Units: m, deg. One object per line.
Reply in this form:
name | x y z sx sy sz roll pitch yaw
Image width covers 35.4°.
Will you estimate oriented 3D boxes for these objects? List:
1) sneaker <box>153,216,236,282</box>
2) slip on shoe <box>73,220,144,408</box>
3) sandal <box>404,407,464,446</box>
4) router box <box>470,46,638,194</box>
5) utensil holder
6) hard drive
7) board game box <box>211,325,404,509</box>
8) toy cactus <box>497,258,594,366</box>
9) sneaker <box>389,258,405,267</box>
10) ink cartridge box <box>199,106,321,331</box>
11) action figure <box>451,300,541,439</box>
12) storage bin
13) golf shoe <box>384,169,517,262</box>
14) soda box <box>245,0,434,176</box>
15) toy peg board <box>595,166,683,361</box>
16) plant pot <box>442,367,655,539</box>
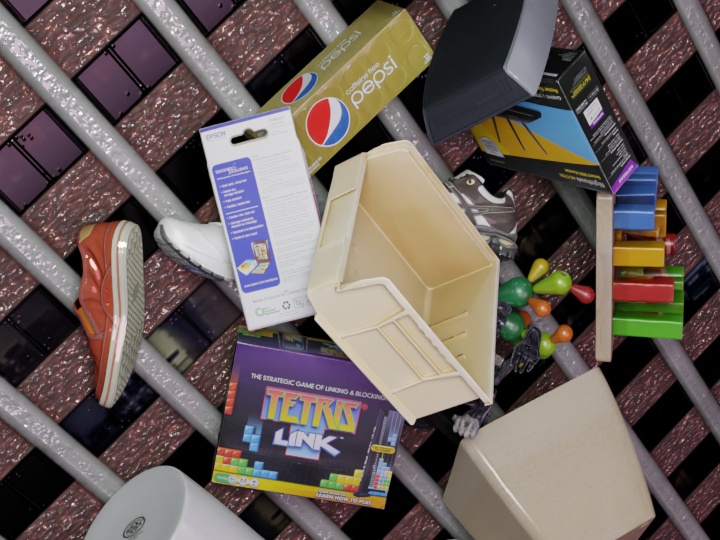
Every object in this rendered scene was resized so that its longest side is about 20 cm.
sneaker | -0.123 -0.026 1.167 0.198 0.074 0.088 18 88 -38
slip on shoe | -0.253 0.043 1.125 0.060 0.074 0.203 8 116 6
sandal | 0.062 0.158 1.328 0.048 0.076 0.200 -39 124 13
router box | 0.182 -0.165 1.183 0.051 0.199 0.150 -45 123 -15
utensil holder | -0.181 0.330 1.211 0.170 0.170 0.200 -44 120 -5
hard drive | 0.126 -0.218 1.111 0.134 0.202 0.042 -23 123 35
board game box | -0.053 0.162 1.234 0.197 0.057 0.168 10 107 -7
toy cactus | 0.159 0.044 1.296 0.164 0.200 0.103 29 53 -13
sneaker | 0.001 0.000 1.215 0.070 0.095 0.199 -19 146 29
ink cartridge box | -0.087 -0.050 1.102 0.093 0.037 0.203 -13 98 5
action figure | 0.114 0.114 1.249 0.102 0.119 0.200 -35 169 -37
storage bin | 0.047 0.008 1.114 0.093 0.202 0.199 -22 126 28
golf shoe | 0.089 -0.071 1.260 0.197 0.077 0.096 15 78 -28
soda box | -0.022 -0.182 1.152 0.200 0.064 0.068 -44 124 -7
toy peg board | 0.327 -0.027 1.307 0.096 0.200 0.202 2 114 15
plant pot | 0.235 0.270 1.348 0.198 0.178 0.201 -24 152 -17
